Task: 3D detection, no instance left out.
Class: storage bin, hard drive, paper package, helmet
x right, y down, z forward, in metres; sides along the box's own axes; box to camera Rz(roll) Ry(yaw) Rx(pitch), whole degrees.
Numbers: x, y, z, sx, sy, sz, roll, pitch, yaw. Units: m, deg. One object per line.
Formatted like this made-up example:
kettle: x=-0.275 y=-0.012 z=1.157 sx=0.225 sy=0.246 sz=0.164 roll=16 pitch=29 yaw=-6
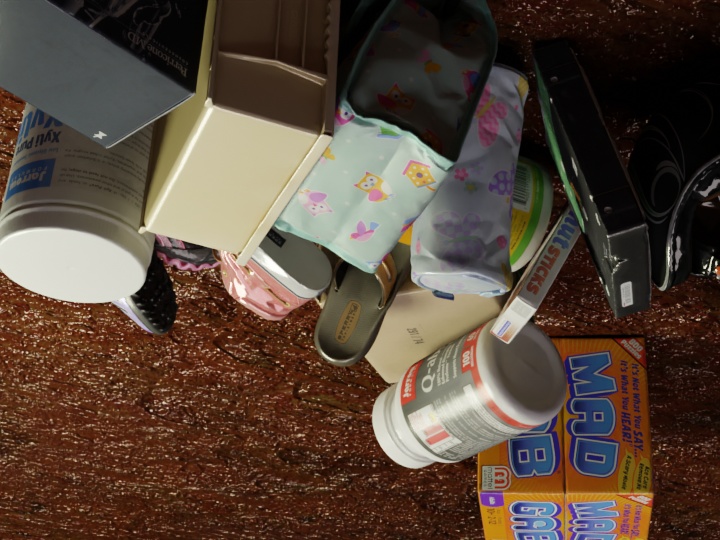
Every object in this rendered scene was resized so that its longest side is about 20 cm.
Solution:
storage bin: x=-0.094 y=-0.143 z=1.007 sx=0.094 sy=0.199 sz=0.200 roll=13 pitch=149 yaw=-18
hard drive: x=0.196 y=-0.077 z=1.089 sx=0.038 sy=0.200 sz=0.140 roll=-18 pitch=146 yaw=3
paper package: x=0.076 y=0.026 z=1.376 sx=0.191 sy=0.104 sz=0.200 roll=-9 pitch=147 yaw=21
helmet: x=0.318 y=-0.068 z=1.102 sx=0.200 sy=0.191 sz=0.200 roll=1 pitch=115 yaw=2

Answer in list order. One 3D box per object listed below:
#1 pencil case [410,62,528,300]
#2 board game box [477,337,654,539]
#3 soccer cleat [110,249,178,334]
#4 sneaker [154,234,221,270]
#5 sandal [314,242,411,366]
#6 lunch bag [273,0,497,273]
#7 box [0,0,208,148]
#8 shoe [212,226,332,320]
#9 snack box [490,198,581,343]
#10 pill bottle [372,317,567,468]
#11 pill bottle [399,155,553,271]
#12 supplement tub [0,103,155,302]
pencil case: x=0.095 y=-0.077 z=1.095 sx=0.091 sy=0.200 sz=0.083 roll=7 pitch=170 yaw=-13
board game box: x=0.249 y=0.215 z=1.585 sx=0.200 sy=0.200 sz=0.200 roll=-1 pitch=150 yaw=9
soccer cleat: x=-0.255 y=-0.011 z=1.264 sx=0.073 sy=0.068 sz=0.200 roll=-15 pitch=127 yaw=31
sneaker: x=-0.200 y=-0.064 z=1.292 sx=0.200 sy=0.079 sz=0.095 roll=13 pitch=137 yaw=-18
sandal: x=0.000 y=0.000 z=1.262 sx=0.082 sy=0.200 sz=0.055 roll=26 pitch=-171 yaw=18
lunch bag: x=0.022 y=-0.131 z=1.025 sx=0.122 sy=0.200 sz=0.170 roll=26 pitch=143 yaw=-9
box: x=-0.211 y=-0.220 z=0.905 sx=0.104 sy=0.182 sz=0.200 roll=-23 pitch=141 yaw=38
shoe: x=-0.125 y=-0.034 z=1.265 sx=0.200 sy=0.071 sz=0.091 roll=44 pitch=137 yaw=-8
snack box: x=0.182 y=-0.024 z=1.191 sx=0.024 sy=0.200 sz=0.072 roll=32 pitch=147 yaw=4
pill bottle: x=0.108 y=0.133 z=1.341 sx=0.116 sy=0.116 sz=0.200 roll=23 pitch=144 yaw=-29
pill bottle: x=0.067 y=-0.075 z=1.194 sx=0.200 sy=0.111 sz=0.111 roll=16 pitch=148 yaw=-20
supplement tub: x=-0.234 y=-0.088 z=1.116 sx=0.132 sy=0.200 sz=0.132 roll=3 pitch=150 yaw=2
